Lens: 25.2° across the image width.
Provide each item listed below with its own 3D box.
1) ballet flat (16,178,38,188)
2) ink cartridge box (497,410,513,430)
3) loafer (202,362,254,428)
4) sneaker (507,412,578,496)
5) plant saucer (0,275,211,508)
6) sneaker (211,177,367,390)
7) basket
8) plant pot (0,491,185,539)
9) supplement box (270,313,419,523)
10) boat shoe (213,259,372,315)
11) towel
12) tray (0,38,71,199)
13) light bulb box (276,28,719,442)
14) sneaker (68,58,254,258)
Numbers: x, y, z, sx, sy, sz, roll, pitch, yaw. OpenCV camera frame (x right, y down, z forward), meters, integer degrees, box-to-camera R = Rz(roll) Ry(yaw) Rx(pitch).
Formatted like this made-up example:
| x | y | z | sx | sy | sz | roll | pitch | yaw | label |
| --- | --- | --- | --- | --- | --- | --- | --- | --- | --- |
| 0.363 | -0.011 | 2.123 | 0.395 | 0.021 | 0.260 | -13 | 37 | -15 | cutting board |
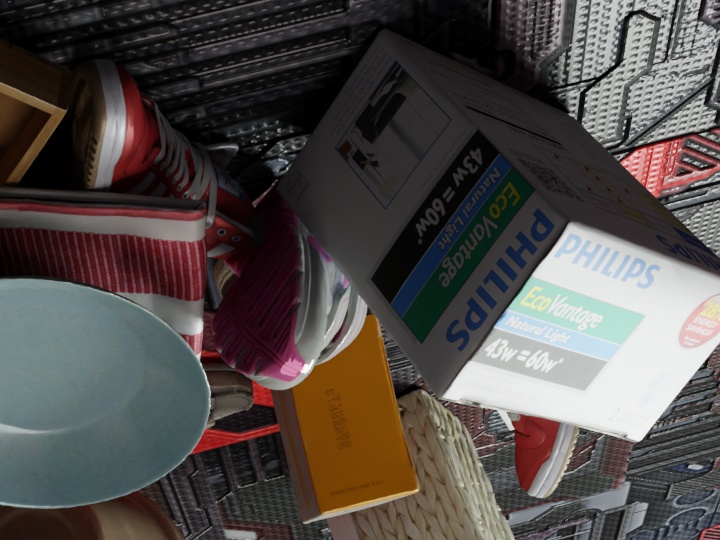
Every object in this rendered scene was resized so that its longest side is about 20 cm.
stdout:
| x | y | z | sx | sy | sz | roll | pitch | yaw | label |
| --- | --- | --- | --- | --- | --- | --- | --- | --- | --- |
| -0.265 | 0.001 | 1.003 | 0.067 | 0.047 | 0.200 | 41 | 117 | -21 | ballet flat |
| 0.165 | 0.052 | 1.305 | 0.161 | 0.058 | 0.200 | -22 | 155 | 8 | ink cartridge box |
| -0.174 | 0.119 | 1.224 | 0.198 | 0.063 | 0.072 | -8 | 149 | -16 | loafer |
| 0.110 | 0.066 | 1.180 | 0.111 | 0.071 | 0.202 | 7 | 105 | -7 | sneaker |
| -0.186 | 0.063 | 0.927 | 0.199 | 0.039 | 0.202 | -3 | 135 | -3 | plant saucer |
| -0.032 | 0.016 | 0.979 | 0.088 | 0.200 | 0.081 | 37 | 110 | -17 | sneaker |
| 0.054 | 0.221 | 1.383 | 0.123 | 0.201 | 0.136 | -28 | 149 | 12 | basket |
| -0.233 | 0.239 | 1.245 | 0.198 | 0.202 | 0.175 | -15 | 156 | -3 | plant pot |
| -0.017 | 0.112 | 1.171 | 0.073 | 0.127 | 0.200 | -13 | 172 | -8 | supplement box |
| 0.000 | 0.000 | 1.108 | 0.198 | 0.065 | 0.072 | -13 | 149 | -8 | boat shoe |
| -0.163 | 0.032 | 0.940 | 0.142 | 0.023 | 0.201 | 3 | 136 | -7 | towel |
| -0.247 | -0.055 | 0.886 | 0.098 | 0.037 | 0.200 | 22 | 132 | -26 | tray |
| 0.092 | -0.018 | 0.960 | 0.197 | 0.200 | 0.125 | 16 | 116 | -44 | light bulb box |
| -0.112 | -0.061 | 0.939 | 0.111 | 0.072 | 0.200 | -5 | 156 | -13 | sneaker |
